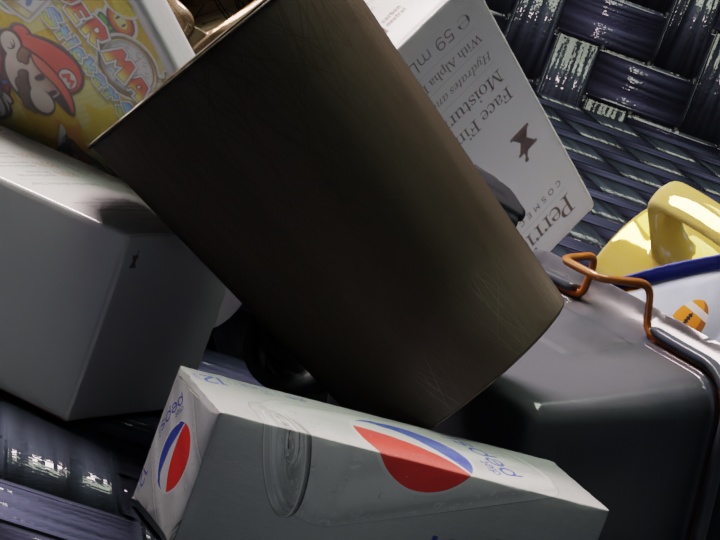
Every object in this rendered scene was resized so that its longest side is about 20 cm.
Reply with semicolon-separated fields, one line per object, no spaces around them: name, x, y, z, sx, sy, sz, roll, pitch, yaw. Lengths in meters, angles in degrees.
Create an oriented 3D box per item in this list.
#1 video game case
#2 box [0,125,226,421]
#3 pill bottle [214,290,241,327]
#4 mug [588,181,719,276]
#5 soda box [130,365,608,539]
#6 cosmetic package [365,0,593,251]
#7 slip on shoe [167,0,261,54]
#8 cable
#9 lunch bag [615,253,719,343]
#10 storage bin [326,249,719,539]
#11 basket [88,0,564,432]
video game case;-0.153;-0.085;1.539;0.182;0.200;0.023;-13;22;40
box;-0.181;-0.010;1.484;0.200;0.098;0.124;24;10;23
pill bottle;-0.153;-0.045;1.676;0.199;0.113;0.113;24;10;21
mug;0.217;0.050;1.836;0.153;0.150;0.186;37;5;33
soda box;0.005;0.104;1.327;0.199;0.068;0.063;16;11;-25
cosmetic package;0.000;-0.074;1.762;0.165;0.165;0.200;31;-19;46
slip on shoe;-0.105;-0.125;1.633;0.199;0.061;0.076;-23;49;-19
cable;0.000;0.000;1.576;0.051;0.163;0.200;48;12;26
lunch bag;0.187;0.065;1.676;0.199;0.124;0.170;-9;-16;29
storage bin;0.083;0.066;1.524;0.134;0.146;0.200;-2;22;-39
basket;-0.009;-0.027;1.399;0.200;0.136;0.180;51;-27;-6
